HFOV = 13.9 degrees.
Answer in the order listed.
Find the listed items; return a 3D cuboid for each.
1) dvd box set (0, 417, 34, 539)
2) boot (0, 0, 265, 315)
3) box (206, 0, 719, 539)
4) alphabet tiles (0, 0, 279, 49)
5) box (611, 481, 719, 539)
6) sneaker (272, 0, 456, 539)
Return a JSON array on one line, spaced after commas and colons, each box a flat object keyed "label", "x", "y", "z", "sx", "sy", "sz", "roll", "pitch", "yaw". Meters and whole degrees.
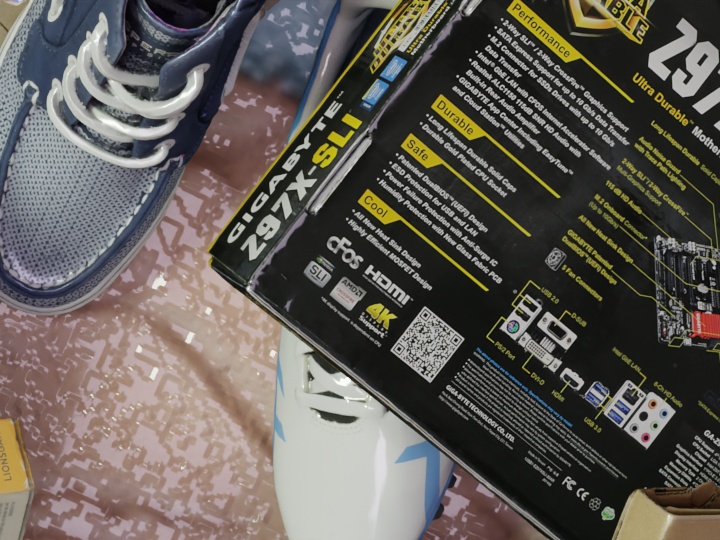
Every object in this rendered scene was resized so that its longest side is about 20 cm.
[{"label": "dvd box set", "x": -0.206, "y": 0.104, "z": 0.895, "sx": 0.199, "sy": 0.147, "sz": 0.030, "roll": -6, "pitch": 55, "yaw": -19}, {"label": "boot", "x": -0.074, "y": -0.064, "z": 0.906, "sx": 0.072, "sy": 0.090, "sz": 0.201, "roll": 20, "pitch": 109, "yaw": -9}, {"label": "box", "x": 0.078, "y": -0.003, "z": 0.901, "sx": 0.200, "sy": 0.049, "sz": 0.160, "roll": 38, "pitch": 86, "yaw": -21}, {"label": "alphabet tiles", "x": -0.108, "y": -0.142, "z": 0.927, "sx": 0.166, "sy": 0.006, "sz": 0.200, "roll": -39, "pitch": 107, "yaw": 14}, {"label": "box", "x": 0.106, "y": 0.157, "z": 0.920, "sx": 0.163, "sy": 0.021, "sz": 0.201, "roll": 3, "pitch": 113, "yaw": -45}, {"label": "sneaker", "x": 0.000, "y": 0.000, "z": 0.935, "sx": 0.071, "sy": 0.072, "sz": 0.202, "roll": 9, "pitch": 92, "yaw": 30}]
